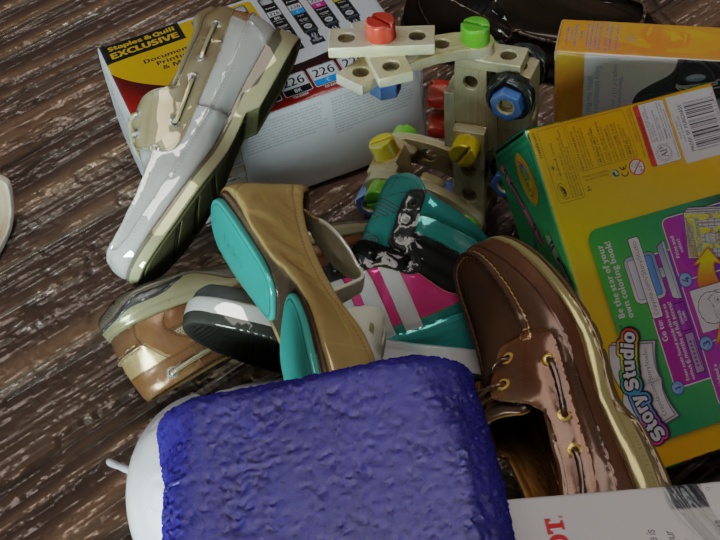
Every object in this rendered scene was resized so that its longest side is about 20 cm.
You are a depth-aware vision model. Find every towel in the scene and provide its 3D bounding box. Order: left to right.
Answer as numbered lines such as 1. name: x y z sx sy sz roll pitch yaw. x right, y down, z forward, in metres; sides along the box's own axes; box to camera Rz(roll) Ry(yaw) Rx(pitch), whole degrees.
1. towel: -0.006 0.134 0.557 0.147 0.050 0.200 -10 53 0

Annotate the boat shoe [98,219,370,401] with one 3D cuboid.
1. boat shoe: -0.061 0.027 0.858 0.200 0.076 0.074 -19 80 -20

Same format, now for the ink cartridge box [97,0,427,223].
1. ink cartridge box: -0.078 -0.139 0.999 0.200 0.084 0.176 -21 48 -12

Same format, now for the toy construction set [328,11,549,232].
1. toy construction set: 0.047 -0.093 0.861 0.131 0.200 0.092 11 60 17

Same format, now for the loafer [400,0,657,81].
1. loafer: 0.124 -0.193 1.034 0.199 0.071 0.073 6 48 13

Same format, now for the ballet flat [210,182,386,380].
1. ballet flat: -0.020 0.019 0.701 0.063 0.069 0.200 -11 47 -19

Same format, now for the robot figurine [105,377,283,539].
1. robot figurine: -0.038 0.116 0.732 0.199 0.113 0.170 -8 33 0

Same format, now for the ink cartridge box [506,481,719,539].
1. ink cartridge box: 0.168 0.168 0.593 0.199 0.085 0.145 -5 34 -1

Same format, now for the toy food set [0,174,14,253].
1. toy food set: -0.335 0.001 0.914 0.143 0.061 0.200 7 49 14

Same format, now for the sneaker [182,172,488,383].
1. sneaker: 0.000 0.000 0.807 0.199 0.084 0.121 11 71 -17

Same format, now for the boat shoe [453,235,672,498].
1. boat shoe: 0.092 0.066 0.722 0.067 0.072 0.200 -11 58 -22

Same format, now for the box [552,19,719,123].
1. box: 0.219 -0.091 0.844 0.199 0.119 0.042 4 45 10

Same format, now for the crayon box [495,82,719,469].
1. crayon box: 0.164 0.007 0.771 0.118 0.058 0.201 -15 85 -15

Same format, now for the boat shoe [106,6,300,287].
1. boat shoe: -0.112 -0.081 0.865 0.068 0.075 0.200 28 64 2
